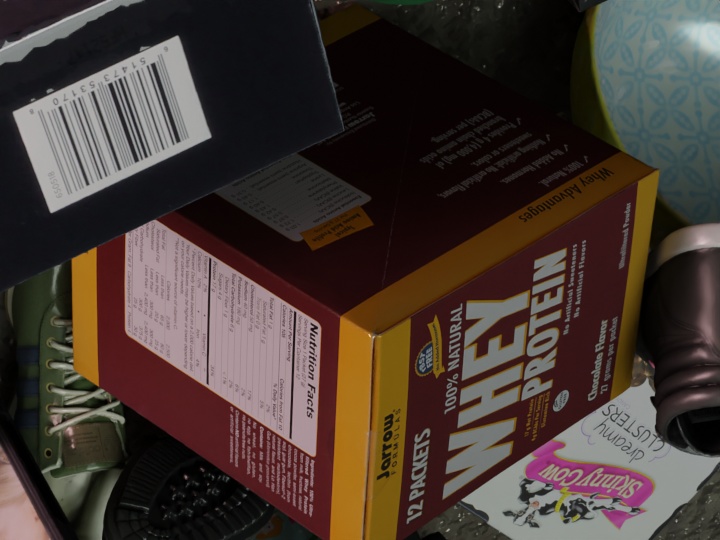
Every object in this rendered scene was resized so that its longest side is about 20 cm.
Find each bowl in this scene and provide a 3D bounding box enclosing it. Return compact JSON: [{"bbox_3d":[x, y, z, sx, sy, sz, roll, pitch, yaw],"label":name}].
[{"bbox_3d":[0.185,-0.073,1.498,0.199,0.201,0.108,-7,160,-26],"label":"bowl"}]

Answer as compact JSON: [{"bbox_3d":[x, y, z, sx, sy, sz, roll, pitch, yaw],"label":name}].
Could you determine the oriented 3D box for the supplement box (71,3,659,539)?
[{"bbox_3d":[0.000,0.000,1.367,0.197,0.199,0.134,-30,138,-37],"label":"supplement box"}]

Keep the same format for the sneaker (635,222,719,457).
[{"bbox_3d":[0.163,0.049,1.415,0.070,0.100,0.200,3,165,-3],"label":"sneaker"}]

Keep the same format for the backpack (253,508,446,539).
[{"bbox_3d":[-0.017,0.229,1.572,0.150,0.201,0.178,-21,136,12],"label":"backpack"}]

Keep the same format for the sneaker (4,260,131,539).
[{"bbox_3d":[-0.141,0.065,1.446,0.067,0.090,0.201,-4,125,-27],"label":"sneaker"}]

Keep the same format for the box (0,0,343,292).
[{"bbox_3d":[-0.140,-0.111,1.235,0.196,0.200,0.118,-25,131,-11],"label":"box"}]

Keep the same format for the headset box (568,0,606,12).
[{"bbox_3d":[0.170,-0.238,1.411,0.199,0.075,0.149,-24,133,-13],"label":"headset box"}]

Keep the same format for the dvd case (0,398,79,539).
[{"bbox_3d":[-0.203,0.147,1.393,0.018,0.200,0.143,32,103,-39],"label":"dvd case"}]

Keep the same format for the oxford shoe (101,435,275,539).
[{"bbox_3d":[-0.087,0.126,1.477,0.085,0.073,0.200,-54,173,22],"label":"oxford shoe"}]

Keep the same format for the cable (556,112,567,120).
[{"bbox_3d":[0.036,-0.013,1.519,0.097,0.050,0.201,17,113,-40],"label":"cable"}]

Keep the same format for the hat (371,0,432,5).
[{"bbox_3d":[0.042,-0.131,1.299,0.165,0.177,0.200,-29,160,-7],"label":"hat"}]

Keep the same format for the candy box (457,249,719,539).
[{"bbox_3d":[0.141,0.066,1.627,0.200,0.072,0.167,-47,133,9],"label":"candy box"}]
